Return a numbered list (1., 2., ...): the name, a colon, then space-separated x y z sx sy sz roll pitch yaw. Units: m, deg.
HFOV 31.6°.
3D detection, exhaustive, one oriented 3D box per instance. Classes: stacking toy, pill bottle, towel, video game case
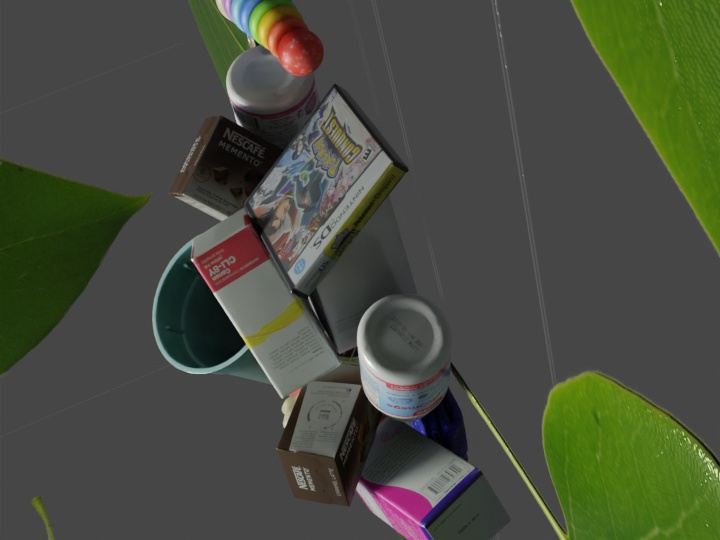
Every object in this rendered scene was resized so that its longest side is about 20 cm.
1. stacking toy: -0.104 -0.300 1.539 0.200 0.085 0.085 53 165 44
2. pill bottle: -0.106 -0.197 1.694 0.200 0.113 0.113 79 166 -58
3. towel: 0.094 0.194 1.690 0.200 0.050 0.148 79 165 -58
4. pill bottle: 0.053 0.112 1.506 0.200 0.109 0.109 83 163 -66
5. video game case: -0.044 -0.091 1.397 0.025 0.181 0.200 28 -163 -34

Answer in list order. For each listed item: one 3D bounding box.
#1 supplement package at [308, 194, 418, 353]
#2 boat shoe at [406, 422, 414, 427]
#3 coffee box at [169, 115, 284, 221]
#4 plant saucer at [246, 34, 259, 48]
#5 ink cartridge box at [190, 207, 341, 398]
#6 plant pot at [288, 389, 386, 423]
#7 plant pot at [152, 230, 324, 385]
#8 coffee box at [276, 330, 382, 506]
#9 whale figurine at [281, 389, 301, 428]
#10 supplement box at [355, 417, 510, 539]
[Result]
1. supplement package: -0.017 -0.026 1.541 0.121 0.120 0.200 -123 12 -53
2. boat shoe: 0.084 0.249 1.827 0.086 0.075 0.202 79 169 -56
3. coffee box: -0.126 -0.102 1.618 0.200 0.113 0.080 28 174 -20
4. plant saucer: -0.137 -0.317 1.793 0.200 0.034 0.200 164 90 -85
5. ink cartridge box: -0.115 0.037 1.516 0.200 0.083 0.145 58 179 -12
6. plant pot: -0.029 0.151 1.951 0.177 0.200 0.200 52 167 24
7. plant pot: -0.147 0.066 1.747 0.196 0.200 0.200 30 -152 -54
8. coffee box: -0.028 0.181 1.609 0.114 0.080 0.200 76 -152 -46
9. whale figurine: -0.014 0.172 1.787 0.104 0.200 0.159 55 -176 -18
10. supplement box: 0.078 0.279 1.606 0.200 0.101 0.103 27 154 53
